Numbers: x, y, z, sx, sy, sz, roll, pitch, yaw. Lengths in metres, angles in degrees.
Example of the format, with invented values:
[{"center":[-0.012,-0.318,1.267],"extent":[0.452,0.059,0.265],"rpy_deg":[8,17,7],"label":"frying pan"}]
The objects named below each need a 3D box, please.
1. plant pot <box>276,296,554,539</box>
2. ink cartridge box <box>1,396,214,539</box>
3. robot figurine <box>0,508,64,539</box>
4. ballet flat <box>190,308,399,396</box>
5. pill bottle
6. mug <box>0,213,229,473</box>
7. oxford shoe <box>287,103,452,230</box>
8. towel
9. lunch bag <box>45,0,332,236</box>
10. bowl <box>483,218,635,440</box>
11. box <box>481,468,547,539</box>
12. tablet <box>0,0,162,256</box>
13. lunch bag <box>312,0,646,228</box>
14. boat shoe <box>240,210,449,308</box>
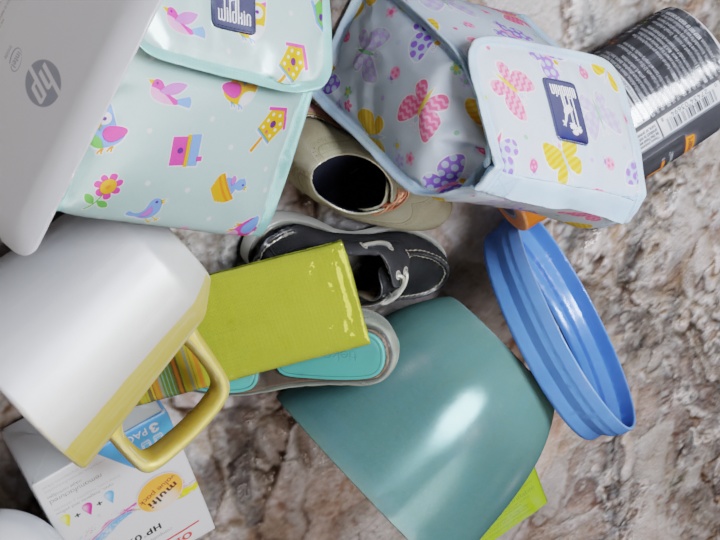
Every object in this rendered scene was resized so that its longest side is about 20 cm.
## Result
[{"center":[0.058,0.119,1.409],"extent":[0.161,0.201,0.201],"rpy_deg":[-44,140,-2],"label":"plant pot"},{"center":[-0.188,0.176,1.367],"extent":[0.115,0.068,0.200],"rpy_deg":[-29,139,-13],"label":"ink cartridge box"},{"center":[-0.269,0.248,1.309],"extent":[0.169,0.113,0.200],"rpy_deg":[4,152,-8],"label":"robot figurine"},{"center":[-0.069,0.059,1.331],"extent":[0.200,0.064,0.067],"rpy_deg":[1,103,5],"label":"ballet flat"},{"center":[0.188,-0.112,1.364],"extent":[0.200,0.106,0.106],"rpy_deg":[-33,139,-8],"label":"pill bottle"},{"center":[-0.181,0.036,1.204],"extent":[0.153,0.149,0.187],"rpy_deg":[-44,153,-8],"label":"mug"},{"center":[0.007,-0.059,1.297],"extent":[0.200,0.074,0.071],"rpy_deg":[18,114,-45],"label":"oxford shoe"},{"center":[-0.099,0.040,1.277],"extent":[0.200,0.018,0.086],"rpy_deg":[-15,111,1],"label":"towel"},{"center":[-0.116,-0.133,1.104],"extent":[0.170,0.122,0.200],"rpy_deg":[8,114,-40],"label":"lunch bag"},{"center":[0.160,0.047,1.421],"extent":[0.039,0.201,0.201],"rpy_deg":[-28,142,15],"label":"bowl"},{"center":[0.097,0.182,1.606],"extent":[0.122,0.048,0.200],"rpy_deg":[-33,139,-9],"label":"box"},{"center":[-0.198,-0.123,1.043],"extent":[0.014,0.130,0.200],"rpy_deg":[-8,134,-57],"label":"tablet"},{"center":[0.094,-0.110,1.221],"extent":[0.170,0.200,0.127],"rpy_deg":[8,121,-40],"label":"lunch bag"},{"center":[0.000,0.000,1.356],"extent":[0.200,0.060,0.074],"rpy_deg":[13,118,-43],"label":"boat shoe"}]
